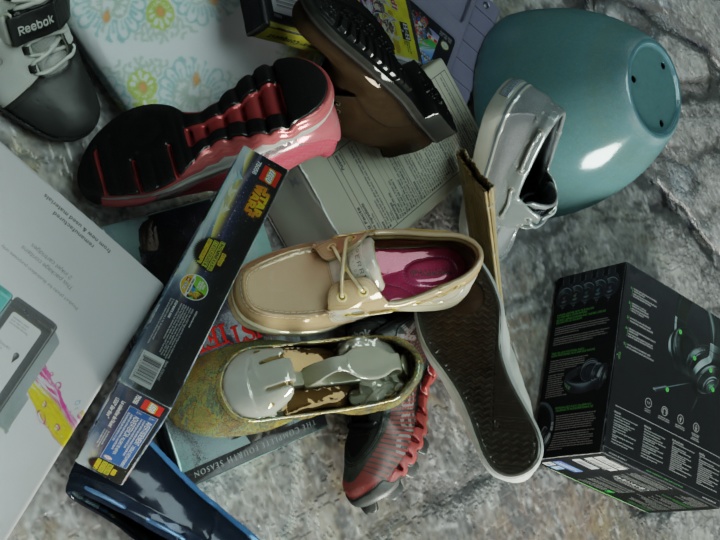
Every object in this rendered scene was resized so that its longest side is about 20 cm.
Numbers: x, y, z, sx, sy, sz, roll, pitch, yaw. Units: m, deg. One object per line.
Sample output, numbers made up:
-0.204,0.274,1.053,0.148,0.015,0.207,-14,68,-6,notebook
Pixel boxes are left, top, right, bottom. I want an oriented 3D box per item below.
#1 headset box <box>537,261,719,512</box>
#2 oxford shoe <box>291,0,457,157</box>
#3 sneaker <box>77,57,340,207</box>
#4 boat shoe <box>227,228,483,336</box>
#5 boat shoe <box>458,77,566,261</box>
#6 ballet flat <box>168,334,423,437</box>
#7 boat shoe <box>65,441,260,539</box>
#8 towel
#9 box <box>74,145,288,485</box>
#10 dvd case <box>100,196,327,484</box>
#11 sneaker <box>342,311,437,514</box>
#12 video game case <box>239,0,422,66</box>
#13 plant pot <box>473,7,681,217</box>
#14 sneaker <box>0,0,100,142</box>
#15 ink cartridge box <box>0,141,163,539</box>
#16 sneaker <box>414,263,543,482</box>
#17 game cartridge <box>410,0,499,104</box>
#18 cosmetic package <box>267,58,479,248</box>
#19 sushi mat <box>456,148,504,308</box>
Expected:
0.265,0.108,1.222,0.173,0.092,0.202,26,65,-32,headset box
-0.003,-0.136,0.947,0.200,0.084,0.073,42,25,-51,oxford shoe
-0.104,-0.079,0.922,0.087,0.198,0.074,60,15,-58,sneaker
0.000,0.000,0.953,0.198,0.069,0.074,-9,73,-22,boat shoe
0.134,-0.070,1.100,0.071,0.202,0.070,31,52,23,boat shoe
-0.043,0.079,0.939,0.198,0.071,0.071,-4,82,-24,ballet flat
-0.128,0.199,0.901,0.200,0.084,0.069,42,52,-5,boat shoe
-0.132,-0.195,0.971,0.171,0.048,0.201,-38,105,-15,towel
-0.119,0.030,0.857,0.040,0.137,0.201,29,55,-8,box
-0.111,0.047,0.977,0.145,0.022,0.202,-18,92,-40,dvd case
0.016,0.094,1.038,0.098,0.071,0.202,38,57,-27,sneaker
-0.035,-0.261,0.994,0.180,0.025,0.202,4,70,-49,video game case
0.220,-0.159,1.202,0.199,0.134,0.202,8,78,-44,plant pot
-0.239,-0.180,0.883,0.074,0.088,0.201,-47,111,-37,sneaker
-0.252,0.053,0.779,0.146,0.146,0.201,43,57,-24,ink cartridge box
0.091,0.077,1.032,0.072,0.085,0.202,-17,74,2,sneaker
0.038,-0.246,1.158,0.199,0.038,0.131,36,56,-28,game cartridge
0.012,-0.085,1.074,0.200,0.071,0.106,-38,106,-38,cosmetic package
0.107,0.004,1.079,0.012,0.096,0.202,-13,119,-6,sushi mat
